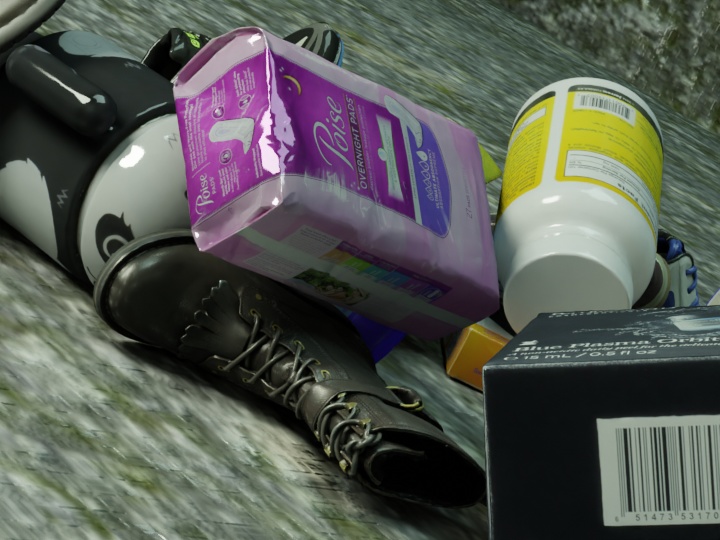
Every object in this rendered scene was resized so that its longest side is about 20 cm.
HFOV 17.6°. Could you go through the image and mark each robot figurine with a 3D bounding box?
[{"bbox_3d":[-0.149,-0.059,1.342,0.200,0.126,0.150,35,21,33],"label":"robot figurine"}]

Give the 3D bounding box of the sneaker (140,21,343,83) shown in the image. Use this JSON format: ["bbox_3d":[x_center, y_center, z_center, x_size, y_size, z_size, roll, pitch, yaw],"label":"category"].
[{"bbox_3d":[-0.102,-0.133,1.622,0.198,0.083,0.071,-19,31,-14],"label":"sneaker"}]

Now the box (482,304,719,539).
[{"bbox_3d":[0.177,0.087,1.243,0.195,0.118,0.200,-3,6,13],"label":"box"}]

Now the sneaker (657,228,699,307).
[{"bbox_3d":[0.237,0.036,1.763,0.198,0.116,0.081,23,14,-18],"label":"sneaker"}]

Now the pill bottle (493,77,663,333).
[{"bbox_3d":[0.149,-0.036,1.595,0.112,0.113,0.201,25,37,-8],"label":"pill bottle"}]

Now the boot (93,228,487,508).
[{"bbox_3d":[-0.031,0.056,1.235,0.199,0.070,0.174,20,14,-34],"label":"boot"}]

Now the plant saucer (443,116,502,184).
[{"bbox_3d":[-0.014,-0.069,1.565,0.198,0.048,0.200,-7,4,10],"label":"plant saucer"}]

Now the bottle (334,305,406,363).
[{"bbox_3d":[-0.047,-0.030,1.402,0.065,0.084,0.200,-37,81,-32],"label":"bottle"}]

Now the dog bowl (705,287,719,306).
[{"bbox_3d":[0.319,0.078,1.560,0.199,0.201,0.079,31,15,22],"label":"dog bowl"}]

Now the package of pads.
[{"bbox_3d":[-0.008,-0.046,1.290,0.199,0.075,0.121,23,48,-44],"label":"package of pads"}]

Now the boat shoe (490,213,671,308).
[{"bbox_3d":[0.127,-0.010,1.711,0.199,0.072,0.065,12,-13,22],"label":"boat shoe"}]

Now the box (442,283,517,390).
[{"bbox_3d":[0.116,0.053,1.621,0.118,0.042,0.200,25,15,-7],"label":"box"}]

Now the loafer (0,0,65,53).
[{"bbox_3d":[-0.237,-0.140,1.303,0.072,0.200,0.073,53,-17,-13],"label":"loafer"}]
